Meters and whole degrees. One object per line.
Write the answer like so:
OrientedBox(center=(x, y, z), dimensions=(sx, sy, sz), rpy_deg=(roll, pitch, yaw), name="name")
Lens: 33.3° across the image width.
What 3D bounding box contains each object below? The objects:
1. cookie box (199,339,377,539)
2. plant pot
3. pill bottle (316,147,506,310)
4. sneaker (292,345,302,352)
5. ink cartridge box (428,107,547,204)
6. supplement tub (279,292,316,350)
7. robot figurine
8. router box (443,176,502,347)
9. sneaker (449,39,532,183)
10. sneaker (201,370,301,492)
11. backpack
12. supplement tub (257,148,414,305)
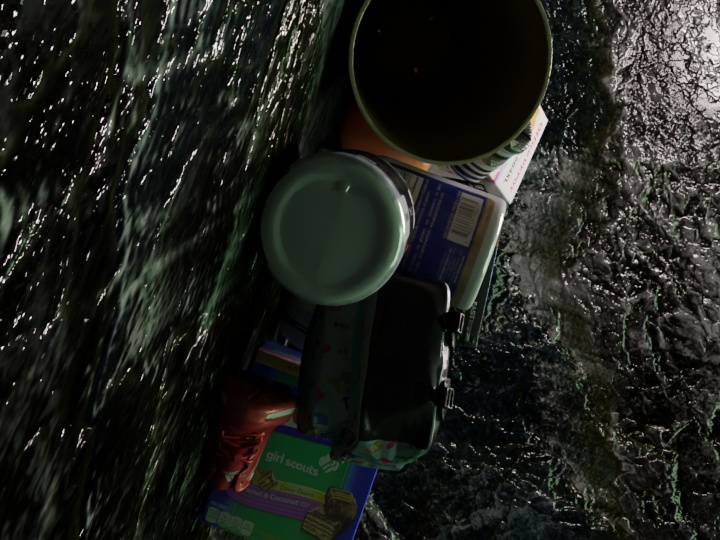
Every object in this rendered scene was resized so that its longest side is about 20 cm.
OrientedBox(center=(-0.063, 0.202, 1.327), dimensions=(0.075, 0.169, 0.203), rpy_deg=(-73, -178, -86), name="cookie box")
OrientedBox(center=(0.064, -0.211, 1.151), dimensions=(0.200, 0.184, 0.189), rpy_deg=(-123, -128, -72), name="plant pot")
OrientedBox(center=(0.037, -0.048, 1.221), dimensions=(0.120, 0.198, 0.121), rpy_deg=(20, 90, -87), name="pill bottle")
OrientedBox(center=(-0.068, 0.093, 1.694), dimensions=(0.087, 0.073, 0.203), rpy_deg=(10, 93, -71), name="sneaker")
OrientedBox(center=(0.140, -0.183, 1.500), dimensions=(0.130, 0.124, 0.200), rpy_deg=(-64, 151, -9), name="ink cartridge box")
OrientedBox(center=(0.000, 0.000, 1.399), dimensions=(0.145, 0.143, 0.202), rpy_deg=(-54, 164, -80), name="supplement tub")
OrientedBox(center=(0.043, -0.176, 1.331), dimensions=(0.118, 0.142, 0.201), rpy_deg=(73, 28, -42), name="robot figurine")
OrientedBox(center=(0.113, -0.015, 1.410), dimensions=(0.200, 0.061, 0.152), rpy_deg=(-91, -168, -74), name="router box")
OrientedBox(center=(0.118, -0.183, 1.269), dimensions=(0.115, 0.075, 0.203), rpy_deg=(-39, -140, 47), name="sneaker")
OrientedBox(center=(-0.107, 0.163, 1.143), dimensions=(0.200, 0.077, 0.117), rpy_deg=(32, 76, -86), name="sneaker")
OrientedBox(center=(0.014, 0.105, 1.183), dimensions=(0.200, 0.148, 0.180), rpy_deg=(98, -1, -71), name="backpack")
OrientedBox(center=(-0.015, -0.042, 1.039), dimensions=(0.200, 0.121, 0.124), rpy_deg=(-50, 160, -81), name="supplement tub")
